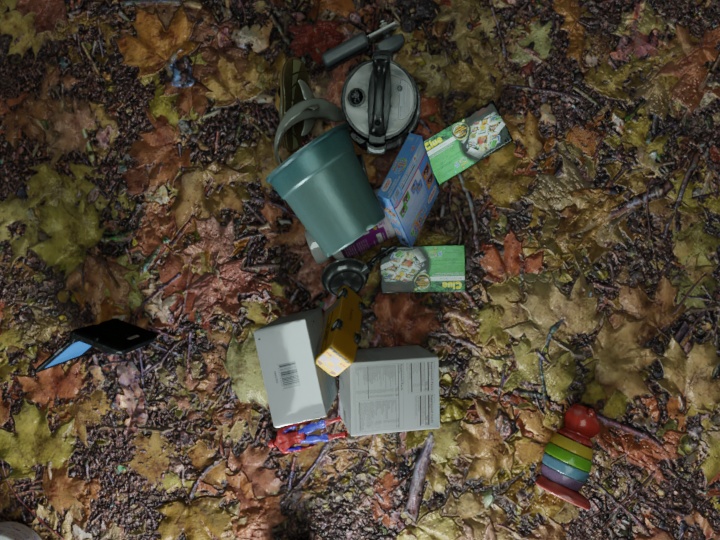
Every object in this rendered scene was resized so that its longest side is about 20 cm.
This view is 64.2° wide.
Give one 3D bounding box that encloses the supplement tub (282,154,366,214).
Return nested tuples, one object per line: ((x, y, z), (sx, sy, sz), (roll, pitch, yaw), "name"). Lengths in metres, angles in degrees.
((-0.081, -0.201, 1.290), (0.193, 0.107, 0.111), (-14, 92, 3), "supplement tub")

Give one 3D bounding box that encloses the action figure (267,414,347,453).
((-0.127, 0.386, 1.344), (0.193, 0.052, 0.068), (-15, 86, 8), "action figure")

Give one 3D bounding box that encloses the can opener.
((0.006, -0.505, 1.299), (0.194, 0.053, 0.068), (-22, 92, 4), "can opener")

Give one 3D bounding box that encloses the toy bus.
((-0.042, 0.123, 1.228), (0.065, 0.202, 0.078), (37, 120, -19), "toy bus")

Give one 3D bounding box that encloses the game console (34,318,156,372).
((-0.582, 0.183, 1.284), (0.171, 0.200, 0.120), (20, 94, 1), "game console")

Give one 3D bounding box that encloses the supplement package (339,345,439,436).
((0.059, 0.257, 1.256), (0.193, 0.152, 0.157), (-2, 93, -11), "supplement package")

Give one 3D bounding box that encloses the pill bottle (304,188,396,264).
((-0.023, -0.092, 1.287), (0.195, 0.112, 0.115), (-25, 91, 3), "pill bottle")

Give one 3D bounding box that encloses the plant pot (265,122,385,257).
((-0.058, -0.150, 1.148), (0.197, 0.200, 0.200), (-32, 95, 4), "plant pot")

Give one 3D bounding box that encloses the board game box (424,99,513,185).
((0.239, -0.291, 1.310), (0.196, 0.023, 0.107), (-29, 93, 3), "board game box")

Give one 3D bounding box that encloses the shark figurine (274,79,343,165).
((-0.128, -0.329, 1.254), (0.214, 0.089, 0.130), (-43, 119, -19), "shark figurine")

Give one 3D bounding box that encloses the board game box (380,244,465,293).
((0.143, -0.004, 1.319), (0.192, 0.023, 0.109), (0, 91, 4), "board game box")

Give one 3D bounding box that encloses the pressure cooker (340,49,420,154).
((0.040, -0.349, 1.230), (0.177, 0.200, 0.177), (-39, 89, 3), "pressure cooker")

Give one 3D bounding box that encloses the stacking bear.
((0.476, 0.403, 1.287), (0.111, 0.121, 0.206), (22, 84, -5), "stacking bear")

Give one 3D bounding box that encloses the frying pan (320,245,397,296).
((0.001, 0.013, 1.303), (0.183, 0.032, 0.117), (-12, 135, -1), "frying pan")

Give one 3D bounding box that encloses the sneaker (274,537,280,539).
((-0.177, 0.732, 1.349), (0.110, 0.075, 0.208), (11, 87, 3), "sneaker")

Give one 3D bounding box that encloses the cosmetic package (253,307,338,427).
((-0.133, 0.204, 1.259), (0.119, 0.200, 0.207), (-12, 92, 5), "cosmetic package")

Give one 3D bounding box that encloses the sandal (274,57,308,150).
((-0.165, -0.380, 1.311), (0.053, 0.079, 0.208), (12, 103, 38), "sandal")

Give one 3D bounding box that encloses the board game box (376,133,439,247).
((0.107, -0.165, 1.220), (0.036, 0.201, 0.154), (20, 73, 27), "board game box")

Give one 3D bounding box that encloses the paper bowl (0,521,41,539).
((-0.839, 0.703, 1.365), (0.193, 0.104, 0.209), (0, 92, 3), "paper bowl")
